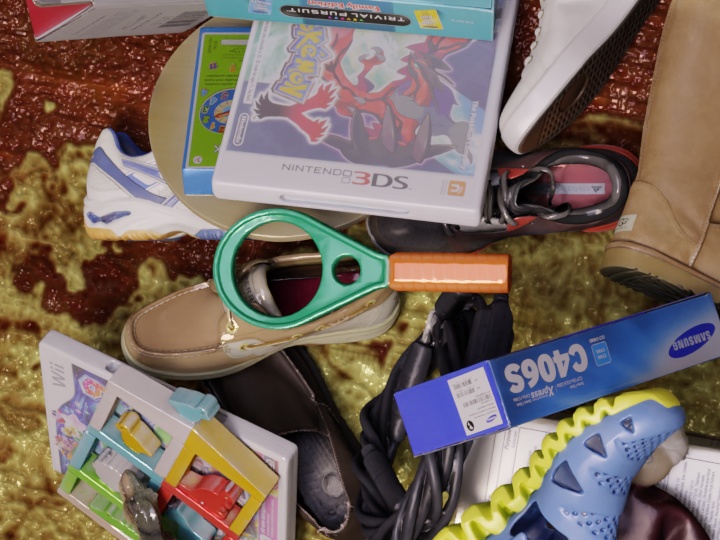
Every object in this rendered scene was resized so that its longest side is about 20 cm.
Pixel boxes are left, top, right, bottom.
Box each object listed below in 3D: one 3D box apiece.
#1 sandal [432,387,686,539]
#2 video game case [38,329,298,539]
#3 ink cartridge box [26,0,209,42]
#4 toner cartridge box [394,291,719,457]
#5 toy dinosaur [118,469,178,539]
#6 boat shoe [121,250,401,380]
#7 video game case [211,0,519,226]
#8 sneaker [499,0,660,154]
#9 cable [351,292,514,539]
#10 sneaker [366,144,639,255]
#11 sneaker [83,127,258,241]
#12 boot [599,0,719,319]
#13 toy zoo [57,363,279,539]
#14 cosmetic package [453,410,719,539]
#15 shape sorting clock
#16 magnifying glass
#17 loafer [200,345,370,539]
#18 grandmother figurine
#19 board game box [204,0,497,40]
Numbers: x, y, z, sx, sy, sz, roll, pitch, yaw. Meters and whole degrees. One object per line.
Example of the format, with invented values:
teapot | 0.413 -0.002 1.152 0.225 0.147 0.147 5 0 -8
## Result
sandal | 0.131 0.148 1.146 0.200 0.079 0.087 -50 59 32
video game case | -0.134 0.131 1.317 0.199 0.144 0.018 24 50 18
ink cartridge box | -0.193 -0.268 1.305 0.084 0.175 0.202 -19 83 48
toner cartridge box | 0.126 0.063 1.162 0.095 0.199 0.044 -22 84 51
toy dinosaur | -0.127 0.228 1.325 0.088 0.048 0.200 -19 119 39
boat shoe | -0.069 0.022 1.301 0.198 0.067 0.074 -14 63 -10
video game case | 0.007 -0.127 1.282 0.181 0.023 0.201 6 59 9
sneaker | 0.141 -0.172 1.282 0.084 0.073 0.201 33 80 17
cable | 0.036 0.103 1.246 0.051 0.163 0.201 26 56 -18
sneaker | 0.094 -0.053 1.286 0.198 0.082 0.078 -12 87 13
sneaker | -0.104 -0.064 1.338 0.198 0.075 0.089 1 89 13
boot | 0.256 -0.065 1.250 0.174 0.066 0.201 25 76 -23
toy zoo | -0.132 0.140 1.293 0.131 0.020 0.200 36 142 2
cosmetic package | 0.169 0.152 1.263 0.198 0.087 0.104 11 93 12
shape sorting clock | -0.049 -0.108 1.313 0.198 0.039 0.201 -2 58 3
magnifying glass | 0.000 0.000 1.237 0.198 0.022 0.080 1 90 15
loafer | -0.051 0.106 1.325 0.073 0.071 0.200 -43 81 9
grandmother figurine | 0.167 0.178 1.190 0.120 0.061 0.202 11 95 4
board game box | 0.001 -0.242 1.294 0.198 0.047 0.152 6 71 6
